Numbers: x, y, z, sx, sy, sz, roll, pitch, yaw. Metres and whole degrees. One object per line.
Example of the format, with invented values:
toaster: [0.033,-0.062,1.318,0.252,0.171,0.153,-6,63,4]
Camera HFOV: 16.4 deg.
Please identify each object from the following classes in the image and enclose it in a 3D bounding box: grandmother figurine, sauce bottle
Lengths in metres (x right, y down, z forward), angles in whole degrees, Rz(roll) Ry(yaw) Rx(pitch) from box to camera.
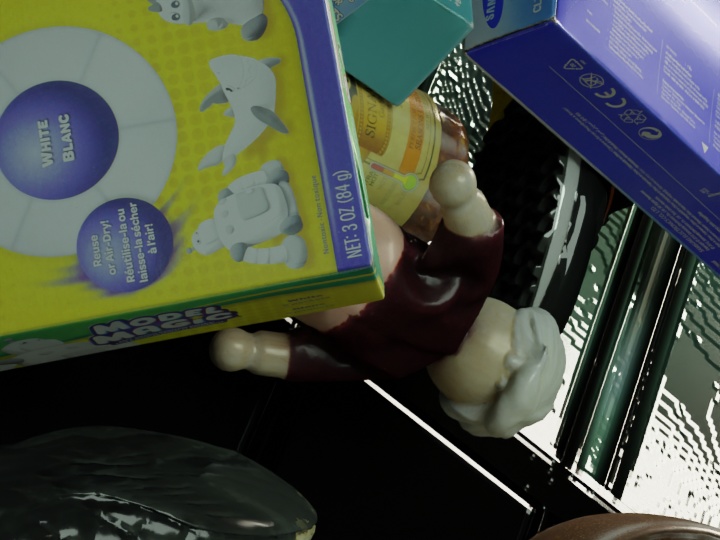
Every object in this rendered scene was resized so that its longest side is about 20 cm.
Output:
grandmother figurine: [0.000,0.000,0.877,0.200,0.121,0.061,33,44,-32]
sauce bottle: [-0.053,-0.064,0.892,0.200,0.066,0.066,21,60,-34]

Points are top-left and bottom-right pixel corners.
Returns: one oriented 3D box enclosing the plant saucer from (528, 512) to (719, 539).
plant saucer: [0.133,0.170,0.930,0.200,0.035,0.201,17,47,-20]

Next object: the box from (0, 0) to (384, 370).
box: [-0.101,-0.032,0.779,0.200,0.048,0.118,-12,75,4]

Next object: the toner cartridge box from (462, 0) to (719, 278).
toner cartridge box: [0.118,-0.076,0.965,0.200,0.043,0.095,37,48,-39]

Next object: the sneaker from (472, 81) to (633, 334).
sneaker: [0.095,-0.045,1.004,0.090,0.070,0.200,26,56,-27]

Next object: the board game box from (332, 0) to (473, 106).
board game box: [-0.051,-0.167,0.908,0.200,0.047,0.151,31,32,-23]

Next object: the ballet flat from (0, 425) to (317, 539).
ballet flat: [-0.098,0.088,0.812,0.200,0.057,0.066,-1,30,-41]
